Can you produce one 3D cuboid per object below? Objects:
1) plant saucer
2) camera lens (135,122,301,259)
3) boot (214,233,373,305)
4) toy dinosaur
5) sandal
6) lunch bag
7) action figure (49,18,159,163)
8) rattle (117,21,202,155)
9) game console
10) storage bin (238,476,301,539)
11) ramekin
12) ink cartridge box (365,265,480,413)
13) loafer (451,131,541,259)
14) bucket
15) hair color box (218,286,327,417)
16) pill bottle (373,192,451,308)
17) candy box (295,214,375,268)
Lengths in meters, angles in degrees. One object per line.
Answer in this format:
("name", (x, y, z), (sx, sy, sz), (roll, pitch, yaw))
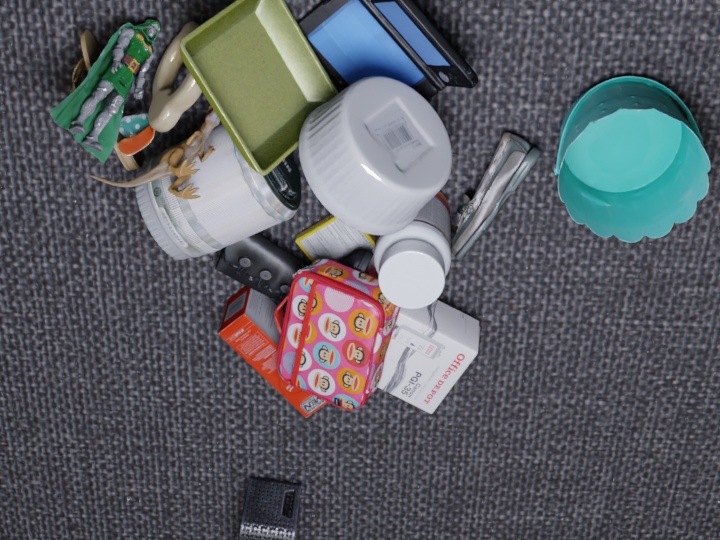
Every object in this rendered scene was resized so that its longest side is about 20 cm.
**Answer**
("plant saucer", (-0.138, -0.251, 1.573), (0.048, 0.200, 0.201), (-14, 114, 45))
("camera lens", (-0.194, -0.118, 1.671), (0.199, 0.160, 0.161), (-23, 116, 16))
("boot", (-0.100, -0.015, 1.763), (0.199, 0.066, 0.165), (34, 123, -2))
("toy dinosaur", (-0.253, -0.138, 1.590), (0.199, 0.106, 0.061), (-35, 133, 0))
("sandal", (-0.376, -0.227, 1.669), (0.069, 0.078, 0.213), (-13, 124, 8))
("lunch bag", (-0.044, 0.086, 1.714), (0.175, 0.082, 0.201), (23, 121, 17))
("action figure", (-0.325, -0.258, 1.602), (0.054, 0.201, 0.118), (13, 158, 31))
("rattle", (-0.229, -0.229, 1.643), (0.142, 0.130, 0.201), (16, 105, -51))
("game console", (0.032, -0.287, 1.590), (0.116, 0.176, 0.200), (-47, 111, -5))
("storage bin", (-0.159, 0.466, 2.020), (0.093, 0.136, 0.201), (8, 120, -2))
("ramekin", (0.026, -0.158, 1.575), (0.200, 0.201, 0.098), (35, 140, -16))
("ink cartridge box", (0.062, 0.105, 1.799), (0.199, 0.083, 0.147), (27, 122, -10))
("loafer", (0.180, -0.109, 1.716), (0.063, 0.072, 0.201), (38, 110, 5))
("bucket", (0.364, -0.156, 1.628), (0.205, 0.135, 0.209), (1, 121, 2))
("hair color box", (-0.125, 0.122, 1.840), (0.061, 0.102, 0.200), (-36, 111, 21))
("pill bottle", (0.074, -0.036, 1.678), (0.108, 0.201, 0.110), (2, 121, 3))
("candy box", (0.000, 0.000, 1.804), (0.102, 0.026, 0.200), (-29, 114, 20))
